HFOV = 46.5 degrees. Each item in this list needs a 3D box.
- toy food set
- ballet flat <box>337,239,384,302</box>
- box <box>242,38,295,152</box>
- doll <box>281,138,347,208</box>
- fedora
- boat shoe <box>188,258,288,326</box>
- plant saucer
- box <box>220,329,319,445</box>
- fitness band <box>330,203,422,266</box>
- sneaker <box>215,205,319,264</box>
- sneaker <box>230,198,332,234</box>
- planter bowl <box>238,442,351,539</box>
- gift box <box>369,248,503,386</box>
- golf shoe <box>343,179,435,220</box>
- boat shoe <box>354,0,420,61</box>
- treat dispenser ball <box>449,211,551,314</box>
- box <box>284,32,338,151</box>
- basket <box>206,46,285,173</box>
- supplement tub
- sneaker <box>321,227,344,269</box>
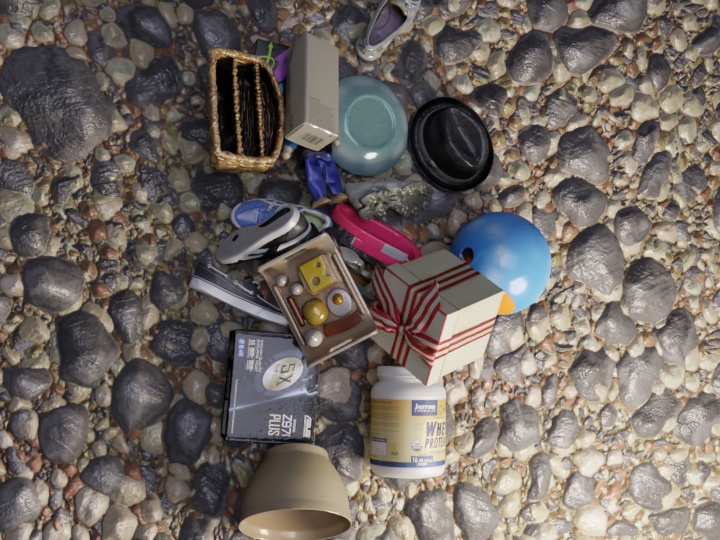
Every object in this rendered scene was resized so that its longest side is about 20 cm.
[{"bbox_3d":[-0.077,0.052,1.490,0.143,0.060,0.201,-27,90,4],"label":"toy food set"},{"bbox_3d":[0.000,0.000,1.620,0.199,0.071,0.069,34,69,-11],"label":"ballet flat"},{"bbox_3d":[-0.149,-0.335,1.629,0.142,0.036,0.202,9,84,-15],"label":"box"},{"bbox_3d":[-0.092,-0.221,1.584,0.136,0.048,0.202,-14,84,-36],"label":"doll"},{"bbox_3d":[0.197,-0.263,1.692,0.199,0.092,0.203,2,84,-17],"label":"fedora"},{"bbox_3d":[-0.215,0.040,1.559,0.199,0.072,0.068,26,80,-5],"label":"boat shoe"},{"bbox_3d":[0.015,-0.290,1.659,0.199,0.039,0.203,2,86,-24],"label":"plant saucer"},{"bbox_3d":[-0.165,0.215,1.544,0.162,0.086,0.202,7,83,-16],"label":"box"},{"bbox_3d":[0.032,-0.062,1.604,0.199,0.144,0.038,29,107,-13],"label":"fitness band"},{"bbox_3d":[-0.164,-0.035,1.547,0.112,0.199,0.073,43,37,-35],"label":"sneaker"},{"bbox_3d":[-0.145,-0.101,1.586,0.198,0.077,0.076,3,86,-15],"label":"sneaker"},{"bbox_3d":[-0.116,0.392,1.502,0.198,0.201,0.136,8,55,-15],"label":"planter bowl"},{"bbox_3d":[0.126,0.068,1.529,0.186,0.184,0.201,-20,130,-38],"label":"gift box"},{"bbox_3d":[0.057,-0.157,1.653,0.199,0.097,0.079,-6,126,-39],"label":"golf shoe"},{"bbox_3d":[0.063,-0.511,1.692,0.074,0.065,0.202,40,75,-9],"label":"boat shoe"},{"bbox_3d":[0.270,-0.014,1.633,0.199,0.201,0.203,2,84,-16],"label":"treat dispenser ball"},{"bbox_3d":[-0.090,-0.331,1.555,0.082,0.068,0.202,18,60,-34],"label":"box"},{"bbox_3d":[-0.204,-0.286,1.515,0.141,0.149,0.202,-2,84,-12],"label":"basket"},{"bbox_3d":[0.089,0.282,1.582,0.143,0.144,0.202,2,84,-16],"label":"supplement tub"},{"bbox_3d":[-0.078,0.025,1.565,0.107,0.067,0.203,-14,115,-4],"label":"sneaker"}]
